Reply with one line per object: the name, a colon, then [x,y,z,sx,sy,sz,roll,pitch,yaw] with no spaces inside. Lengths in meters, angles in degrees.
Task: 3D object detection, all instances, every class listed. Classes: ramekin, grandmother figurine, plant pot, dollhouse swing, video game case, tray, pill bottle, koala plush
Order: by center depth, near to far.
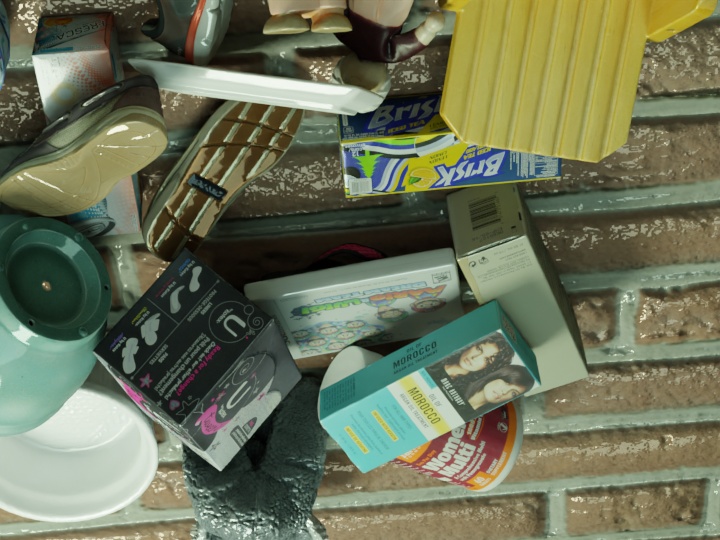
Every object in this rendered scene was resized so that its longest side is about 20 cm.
grandmother figurine: [-0.051,-0.285,1.118,0.121,0.061,0.201,-6,96,-30]
dollhouse swing: [0.173,-0.192,1.192,0.199,0.182,0.176,8,86,-12]
tray: [-0.087,-0.153,1.227,0.199,0.107,0.022,9,95,11]
grandmother figurine: [0.011,-0.219,1.229,0.121,0.061,0.200,34,139,21]
plant pot: [-0.305,0.032,1.295,0.200,0.201,0.134,32,137,-28]
video game case: [0.000,0.037,1.424,0.199,0.024,0.182,-10,157,3]
ramekin: [-0.307,0.158,1.499,0.200,0.098,0.201,-3,131,-3]
pill bottle: [0.062,0.153,1.515,0.200,0.110,0.110,22,125,-26]
koala plush: [-0.114,0.241,1.554,0.177,0.184,0.200,0,142,-4]

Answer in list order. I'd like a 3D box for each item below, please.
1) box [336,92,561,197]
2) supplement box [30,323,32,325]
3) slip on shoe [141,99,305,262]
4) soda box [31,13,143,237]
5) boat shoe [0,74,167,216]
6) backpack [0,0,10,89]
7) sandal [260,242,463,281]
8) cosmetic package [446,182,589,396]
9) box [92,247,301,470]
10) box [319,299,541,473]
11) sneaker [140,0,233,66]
box: [0.080,-0.118,1.322,0.199,0.070,0.064,-5,129,-1]
supplement box: [-0.428,0.038,1.385,0.200,0.103,0.131,34,119,-28]
slip on shoe: [-0.129,-0.097,1.331,0.076,0.061,0.200,31,102,-26]
soda box: [-0.239,-0.126,1.292,0.068,0.064,0.200,-5,129,-1]
boat shoe: [-0.233,-0.104,1.228,0.072,0.065,0.200,29,142,-35]
backpack: [-0.388,-0.181,1.196,0.199,0.154,0.164,-10,124,-13]
sandal: [0.000,0.000,1.429,0.199,0.045,0.075,-7,157,-5]
cosmetic package: [0.155,0.015,1.421,0.073,0.104,0.200,-19,128,12]
box: [-0.146,0.091,1.364,0.132,0.115,0.200,-50,163,-12]
box: [0.065,0.113,1.388,0.200,0.049,0.082,-29,119,16]
sneaker: [-0.139,-0.264,1.181,0.082,0.077,0.200,19,118,4]
